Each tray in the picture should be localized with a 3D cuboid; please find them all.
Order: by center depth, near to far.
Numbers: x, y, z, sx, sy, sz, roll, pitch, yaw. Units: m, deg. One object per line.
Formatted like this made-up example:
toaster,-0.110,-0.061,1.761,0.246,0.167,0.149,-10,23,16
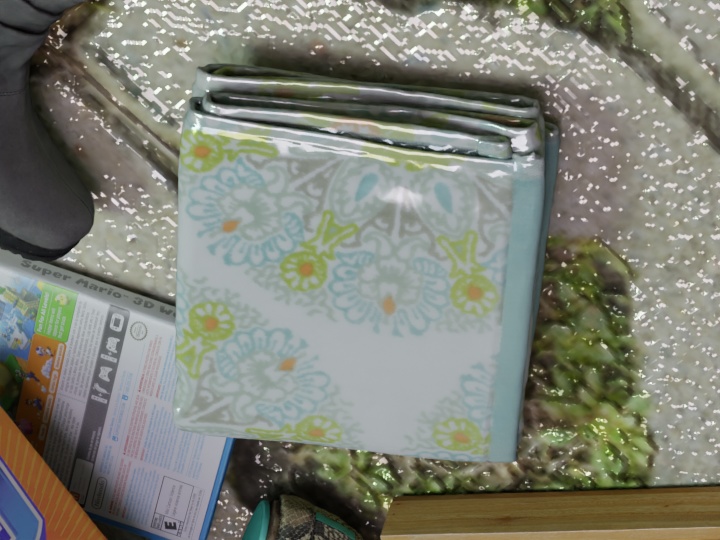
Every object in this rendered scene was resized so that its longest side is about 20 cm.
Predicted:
tray,0.118,0.157,1.437,0.200,0.037,0.099,-4,124,17

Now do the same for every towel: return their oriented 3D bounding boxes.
towel,0.000,0.000,1.344,0.171,0.048,0.200,7,124,5

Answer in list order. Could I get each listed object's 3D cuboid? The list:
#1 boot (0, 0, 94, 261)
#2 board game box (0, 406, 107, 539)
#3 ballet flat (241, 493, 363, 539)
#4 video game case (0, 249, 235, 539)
boot,-0.159,-0.101,1.311,0.132,0.070,0.200,-30,117,25
board game box,-0.252,0.197,1.439,0.200,0.200,0.200,-14,122,41
ballet flat,-0.057,0.197,1.501,0.075,0.068,0.200,23,126,-17
video game case,-0.159,0.058,1.454,0.200,0.018,0.143,18,128,2
